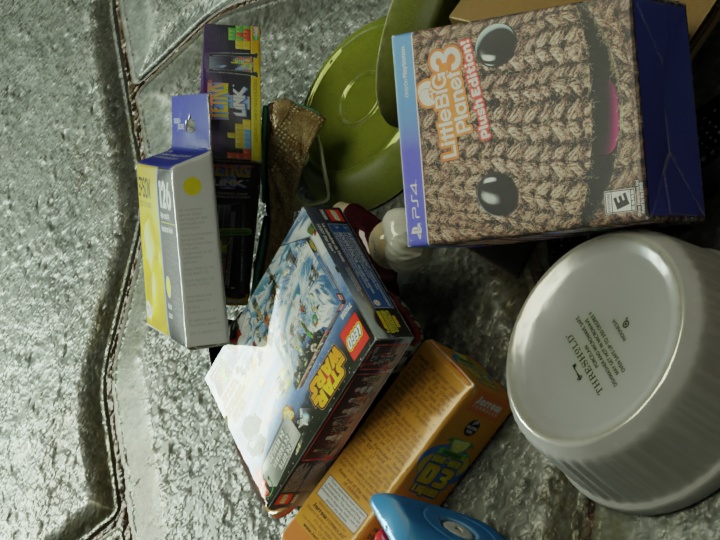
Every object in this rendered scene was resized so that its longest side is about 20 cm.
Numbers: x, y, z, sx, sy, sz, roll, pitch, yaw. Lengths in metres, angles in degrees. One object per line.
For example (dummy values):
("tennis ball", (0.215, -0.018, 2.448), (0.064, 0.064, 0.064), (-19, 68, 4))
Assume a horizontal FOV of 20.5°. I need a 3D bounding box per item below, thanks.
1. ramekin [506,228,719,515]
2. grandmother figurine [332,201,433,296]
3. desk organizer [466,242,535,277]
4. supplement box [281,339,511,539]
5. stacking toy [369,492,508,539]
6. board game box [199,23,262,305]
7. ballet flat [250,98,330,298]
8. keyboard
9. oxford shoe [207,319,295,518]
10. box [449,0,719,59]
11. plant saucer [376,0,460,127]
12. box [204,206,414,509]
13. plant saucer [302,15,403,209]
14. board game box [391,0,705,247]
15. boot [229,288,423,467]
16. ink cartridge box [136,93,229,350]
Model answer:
("ramekin", (0.191, 0.063, 1.393), (0.202, 0.094, 0.204), (-26, 50, 35))
("grandmother figurine", (0.000, 0.000, 1.625), (0.122, 0.060, 0.200), (64, 148, 6))
("desk organizer", (0.130, -0.106, 1.585), (0.201, 0.072, 0.077), (-60, 36, 1))
("supplement box", (0.028, 0.154, 1.534), (0.069, 0.066, 0.201), (41, 101, 40))
("stacking toy", (0.031, 0.274, 1.450), (0.201, 0.109, 0.116), (-65, 22, 12))
("board game box", (-0.121, -0.096, 1.775), (0.201, 0.056, 0.166), (-94, 8, -49))
("ballet flat", (-0.060, -0.050, 1.752), (0.071, 0.065, 0.201), (-96, 11, -72))
("keyboard", (0.212, -0.063, 1.487), (0.200, 0.040, 0.105), (-37, 40, 29))
("oxford shoe", (-0.095, 0.124, 1.692), (0.071, 0.072, 0.201), (-42, 42, 21))
("box", (0.190, -0.224, 1.535), (0.199, 0.021, 0.164), (18, 59, 32))
("plant saucer", (0.076, -0.206, 1.621), (0.031, 0.200, 0.201), (24, 85, 21))
("box", (-0.044, 0.069, 1.539), (0.200, 0.040, 0.137), (-58, 47, 36))
("plant saucer", (0.009, -0.149, 1.779), (0.199, 0.031, 0.201), (-27, 48, 36))
("board game box", (0.135, -0.104, 1.444), (0.199, 0.097, 0.161), (-7, 87, 34))
("boot", (-0.027, 0.059, 1.609), (0.204, 0.073, 0.154), (51, 132, 38))
("ink cartridge box", (-0.152, -0.044, 1.655), (0.198, 0.047, 0.202), (-165, 68, -76))
